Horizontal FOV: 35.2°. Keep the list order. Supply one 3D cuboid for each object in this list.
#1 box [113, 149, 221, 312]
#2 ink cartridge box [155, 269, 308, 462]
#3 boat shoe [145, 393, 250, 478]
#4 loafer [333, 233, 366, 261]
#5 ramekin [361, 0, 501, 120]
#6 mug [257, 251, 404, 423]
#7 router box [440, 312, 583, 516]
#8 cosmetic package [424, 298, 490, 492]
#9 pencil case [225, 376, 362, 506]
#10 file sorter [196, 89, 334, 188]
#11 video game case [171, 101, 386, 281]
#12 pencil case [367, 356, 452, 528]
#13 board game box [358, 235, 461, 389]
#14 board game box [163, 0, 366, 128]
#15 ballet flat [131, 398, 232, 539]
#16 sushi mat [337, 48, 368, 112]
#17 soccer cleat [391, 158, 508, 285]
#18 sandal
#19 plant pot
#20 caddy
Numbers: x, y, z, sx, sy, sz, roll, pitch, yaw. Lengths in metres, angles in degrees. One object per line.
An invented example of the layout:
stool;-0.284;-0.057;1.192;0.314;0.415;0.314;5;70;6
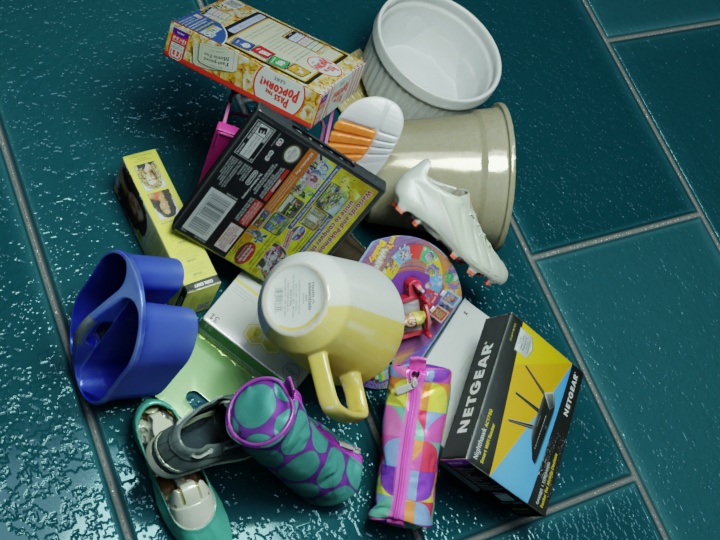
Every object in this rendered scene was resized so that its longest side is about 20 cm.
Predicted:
box;-0.243;-0.046;1.411;0.050;0.075;0.201;-19;70;-30
ink cartridge box;-0.141;0.109;1.382;0.145;0.048;0.200;37;54;1
boat shoe;-0.147;0.175;1.269;0.199;0.062;0.073;-18;71;-47
loafer;0.000;0.000;1.477;0.073;0.071;0.200;-36;80;-32
ramekin;0.095;-0.293;1.641;0.198;0.105;0.202;13;56;-19
mug;-0.031;0.059;1.291;0.150;0.153;0.187;-48;65;5
router box;0.189;0.177;1.387;0.149;0.051;0.202;37;58;-27
cosmetic package;0.141;0.157;1.457;0.150;0.052;0.201;37;57;-1
pencil case;-0.070;0.194;1.276;0.092;0.200;0.086;-32;52;6
file sorter;-0.123;-0.140;1.432;0.138;0.200;0.126;18;55;-9
video game case;-0.098;-0.078;1.347;0.180;0.200;0.026;31;31;-19
pencil case;0.059;0.203;1.343;0.087;0.088;0.203;7;86;-16
board game box;0.045;0.058;1.405;0.157;0.039;0.201;34;90;-29
board game box;-0.111;-0.253;1.350;0.199;0.047;0.152;27;31;9
ballet flat;-0.205;0.233;1.274;0.067;0.071;0.201;-25;73;-16
sushi mat;0.020;-0.229;1.642;0.095;0.012;0.201;-28;76;-32
soccer cleat;0.127;-0.057;1.434;0.200;0.069;0.078;40;96;-21
sandal;-0.015;-0.135;1.434;0.079;0.208;0.059;27;25;-6
plant pot;0.097;-0.128;1.528;0.181;0.201;0.202;1;62;-7
caddy;-0.268;0.065;1.274;0.104;0.200;0.143;2;56;-36
